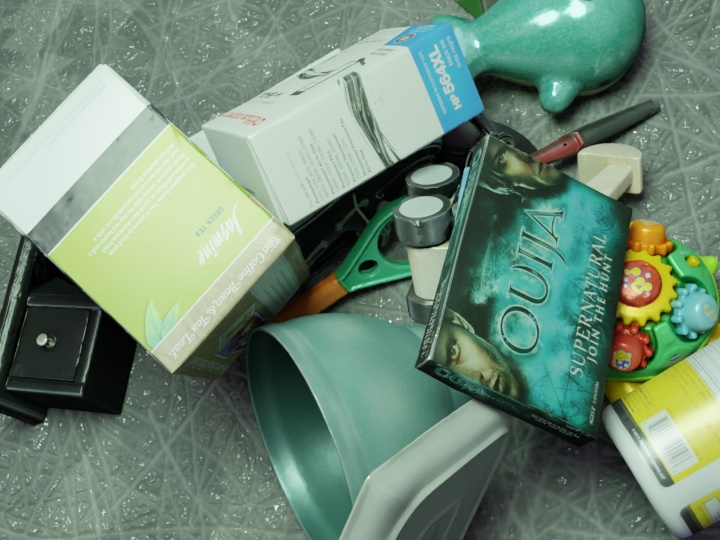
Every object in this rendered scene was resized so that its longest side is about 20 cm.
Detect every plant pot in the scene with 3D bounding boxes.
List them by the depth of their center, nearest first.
[{"bbox_3d":[0.007,0.119,0.754,0.133,0.201,0.201,-20,61,-23],"label":"plant pot"}]

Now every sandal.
[{"bbox_3d":[0.087,-0.133,0.899,0.200,0.043,0.076,36,82,25],"label":"sandal"}]

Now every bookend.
[{"bbox_3d":[-0.233,0.048,0.889,0.197,0.092,0.202,3,71,16],"label":"bookend"}]

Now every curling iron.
[{"bbox_3d":[0.187,-0.123,0.849,0.198,0.050,0.026,-17,23,-11],"label":"curling iron"}]

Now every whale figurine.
[{"bbox_3d":[0.166,-0.226,0.863,0.198,0.104,0.161,-10,79,-1],"label":"whale figurine"}]

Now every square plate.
[{"bbox_3d":[0.039,0.184,0.656,0.028,0.197,0.201,32,121,24],"label":"square plate"}]

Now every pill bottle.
[{"bbox_3d":[0.292,0.104,0.696,0.199,0.112,0.113,-33,63,9],"label":"pill bottle"}]

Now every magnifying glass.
[{"bbox_3d":[0.000,0.000,0.861,0.199,0.080,0.022,-33,39,13],"label":"magnifying glass"}]

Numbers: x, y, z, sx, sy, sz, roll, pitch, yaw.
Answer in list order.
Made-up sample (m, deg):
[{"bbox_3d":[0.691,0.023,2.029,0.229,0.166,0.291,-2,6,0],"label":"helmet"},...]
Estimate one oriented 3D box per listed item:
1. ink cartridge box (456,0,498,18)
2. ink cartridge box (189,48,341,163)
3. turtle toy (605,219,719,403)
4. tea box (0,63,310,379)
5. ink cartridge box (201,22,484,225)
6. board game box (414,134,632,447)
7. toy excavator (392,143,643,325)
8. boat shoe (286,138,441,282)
[{"bbox_3d":[0.116,-0.376,0.966,0.146,0.084,0.200,-41,64,-2],"label":"ink cartridge box"},{"bbox_3d":[-0.078,-0.125,0.940,0.199,0.050,0.110,-30,65,4],"label":"ink cartridge box"},{"bbox_3d":[0.205,0.038,0.764,0.199,0.101,0.147,-29,64,3],"label":"turtle toy"},{"bbox_3d":[-0.156,-0.025,0.747,0.197,0.200,0.134,43,84,5],"label":"tea box"},{"bbox_3d":[-0.019,-0.129,0.800,0.199,0.085,0.146,-31,22,-16],"label":"ink cartridge box"},{"bbox_3d":[0.124,0.010,0.679,0.134,0.028,0.201,25,58,-11],"label":"board game box"},{"bbox_3d":[0.141,-0.043,0.788,0.198,0.101,0.195,-2,30,14],"label":"toy excavator"},{"bbox_3d":[0.001,-0.056,0.875,0.198,0.074,0.068,-34,74,6],"label":"boat shoe"}]
